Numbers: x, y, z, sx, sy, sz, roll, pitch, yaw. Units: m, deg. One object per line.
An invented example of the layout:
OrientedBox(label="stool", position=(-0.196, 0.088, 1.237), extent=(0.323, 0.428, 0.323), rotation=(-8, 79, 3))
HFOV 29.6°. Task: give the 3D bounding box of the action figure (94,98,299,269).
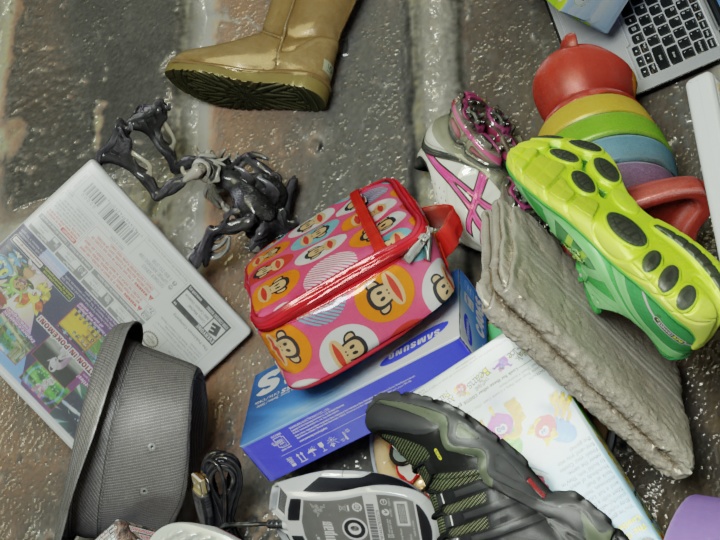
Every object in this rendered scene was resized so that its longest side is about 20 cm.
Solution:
OrientedBox(label="action figure", position=(-0.131, -0.064, 1.195), extent=(0.199, 0.102, 0.119), rotation=(33, 44, -3))

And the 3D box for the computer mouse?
OrientedBox(label="computer mouse", position=(-0.030, 0.185, 1.030), extent=(0.198, 0.111, 0.044), rotation=(-1, 24, 17))

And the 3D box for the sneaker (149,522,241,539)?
OrientedBox(label="sneaker", position=(-0.060, 0.247, 0.984), extent=(0.199, 0.105, 0.076), rotation=(24, 83, 12))

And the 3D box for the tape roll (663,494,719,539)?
OrientedBox(label="tape roll", position=(0.228, 0.238, 0.803), extent=(0.084, 0.200, 0.202), rotation=(5, 67, 27))

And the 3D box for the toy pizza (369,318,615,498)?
OrientedBox(label="toy pizza", position=(0.095, 0.112, 1.035), extent=(0.199, 0.032, 0.202), rotation=(-11, 60, 20))

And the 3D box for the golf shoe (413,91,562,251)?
OrientedBox(label="golf shoe", position=(0.110, -0.044, 1.098), extent=(0.092, 0.072, 0.201), rotation=(-48, 52, 34))

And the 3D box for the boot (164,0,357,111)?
OrientedBox(label="boot", position=(-0.078, -0.251, 1.293), extent=(0.174, 0.066, 0.202), rotation=(9, 69, 16))

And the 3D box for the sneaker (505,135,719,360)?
OrientedBox(label="sneaker", position=(0.159, -0.016, 0.909), extent=(0.074, 0.084, 0.200), rotation=(-18, 51, -28))

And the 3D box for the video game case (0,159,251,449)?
OrientedBox(label="video game case", position=(-0.225, 0.040, 1.155), extent=(0.182, 0.023, 0.200), rotation=(-43, 98, -1))

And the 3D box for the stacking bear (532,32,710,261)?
OrientedBox(label="stacking bear", position=(0.186, -0.092, 1.046), extent=(0.113, 0.122, 0.201), rotation=(-11, 53, 2))

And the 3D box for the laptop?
OrientedBox(label="laptop", position=(0.239, -0.264, 1.113), extent=(0.199, 0.116, 0.188), rotation=(-22, 56, 14))

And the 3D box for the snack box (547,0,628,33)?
OrientedBox(label="snack box", position=(0.181, -0.323, 1.145), extent=(0.169, 0.067, 0.200), rotation=(-59, 42, 20))

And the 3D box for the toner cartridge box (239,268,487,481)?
OrientedBox(label="toner cartridge box", position=(0.003, 0.081, 1.049), extent=(0.199, 0.043, 0.095), rotation=(-29, 27, 19))

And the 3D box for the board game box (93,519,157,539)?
OrientedBox(label="board game box", position=(-0.169, 0.317, 0.999), extent=(0.159, 0.097, 0.201), rotation=(-42, 54, 13))

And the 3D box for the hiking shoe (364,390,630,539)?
OrientedBox(label="hiking shoe", position=(0.071, 0.154, 0.849), extent=(0.199, 0.076, 0.101), rotation=(34, 84, 21))

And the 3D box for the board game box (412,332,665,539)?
OrientedBox(label="board game box", position=(0.129, 0.153, 0.928), extent=(0.104, 0.103, 0.201), rotation=(-33, 69, 6))

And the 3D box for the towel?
OrientedBox(label="towel", position=(0.152, 0.046, 0.926), extent=(0.034, 0.200, 0.133), rotation=(-40, 18, 25))

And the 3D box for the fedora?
OrientedBox(label="fedora", position=(-0.172, 0.142, 1.066), extent=(0.089, 0.177, 0.202), rotation=(13, 96, -1))

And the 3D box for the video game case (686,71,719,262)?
OrientedBox(label="video game case", position=(0.286, -0.012, 0.919), extent=(0.023, 0.181, 0.202), rotation=(-24, 55, 33))

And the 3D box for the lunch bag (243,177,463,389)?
OrientedBox(label="lunch bag", position=(0.000, 0.000, 1.056), extent=(0.175, 0.082, 0.200), rotation=(-29, 17, 2))
